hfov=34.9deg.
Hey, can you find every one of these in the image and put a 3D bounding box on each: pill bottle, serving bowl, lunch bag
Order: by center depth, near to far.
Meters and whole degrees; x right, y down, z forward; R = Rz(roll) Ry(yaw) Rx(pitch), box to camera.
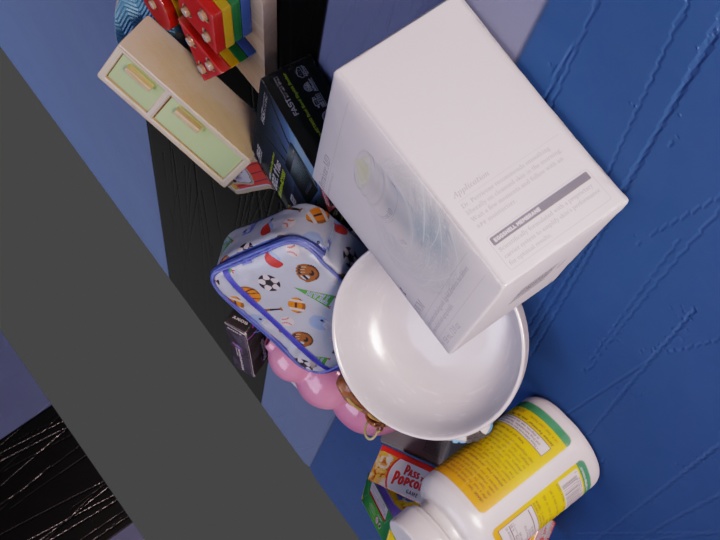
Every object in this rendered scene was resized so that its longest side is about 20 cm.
[{"bbox_3d":[0.073,0.059,1.107,0.200,0.200,0.066,53,-153,7],"label":"serving bowl"},{"bbox_3d":[0.133,0.227,1.156,0.113,0.200,0.113,49,163,20],"label":"pill bottle"},{"bbox_3d":[-0.052,0.027,1.206,0.160,0.076,0.200,-22,126,32],"label":"lunch bag"}]

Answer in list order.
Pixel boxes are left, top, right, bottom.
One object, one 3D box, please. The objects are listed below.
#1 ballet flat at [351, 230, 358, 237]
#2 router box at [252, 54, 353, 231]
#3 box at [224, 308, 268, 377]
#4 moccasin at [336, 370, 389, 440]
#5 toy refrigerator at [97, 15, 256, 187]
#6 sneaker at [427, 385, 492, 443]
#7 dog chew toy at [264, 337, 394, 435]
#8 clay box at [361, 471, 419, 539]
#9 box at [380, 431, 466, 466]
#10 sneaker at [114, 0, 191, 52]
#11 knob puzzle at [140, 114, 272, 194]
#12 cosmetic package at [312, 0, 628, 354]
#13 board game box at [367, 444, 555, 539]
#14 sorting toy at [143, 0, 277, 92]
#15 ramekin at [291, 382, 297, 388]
[{"bbox_3d":[0.000,0.000,1.275,0.200,0.069,0.071,-61,40,45],"label":"ballet flat"},{"bbox_3d":[-0.052,-0.116,1.229,0.150,0.062,0.200,60,165,11],"label":"router box"},{"bbox_3d":[-0.099,0.021,1.427,0.036,0.200,0.143,25,156,12],"label":"box"},{"bbox_3d":[0.031,0.145,1.261,0.201,0.078,0.074,32,-131,-65],"label":"moccasin"},{"bbox_3d":[-0.206,-0.195,1.348,0.200,0.070,0.076,42,142,-12],"label":"toy refrigerator"},{"bbox_3d":[0.085,0.086,1.181,0.087,0.075,0.200,92,163,-45],"label":"sneaker"},{"bbox_3d":[-0.023,0.120,1.392,0.200,0.125,0.124,26,172,-18],"label":"dog chew toy"},{"bbox_3d":[0.113,0.310,1.460,0.115,0.199,0.048,-128,49,-64],"label":"clay box"},{"bbox_3d":[0.099,0.198,1.384,0.068,0.082,0.200,26,174,-17],"label":"box"},{"bbox_3d":[-0.250,-0.289,1.426,0.200,0.076,0.081,67,-166,-56],"label":"sneaker"},{"bbox_3d":[-0.175,-0.158,1.455,0.219,0.031,0.220,24,157,11],"label":"knob puzzle"},{"bbox_3d":[0.072,-0.066,0.893,0.200,0.123,0.199,54,164,11],"label":"cosmetic package"},{"bbox_3d":[0.121,0.271,1.338,0.200,0.046,0.152,22,172,18],"label":"board game box"},{"bbox_3d":[-0.176,-0.296,1.244,0.200,0.070,0.199,51,164,15],"label":"sorting toy"},{"bbox_3d":[-0.086,0.084,1.693,0.201,0.098,0.201,49,162,21],"label":"ramekin"}]
